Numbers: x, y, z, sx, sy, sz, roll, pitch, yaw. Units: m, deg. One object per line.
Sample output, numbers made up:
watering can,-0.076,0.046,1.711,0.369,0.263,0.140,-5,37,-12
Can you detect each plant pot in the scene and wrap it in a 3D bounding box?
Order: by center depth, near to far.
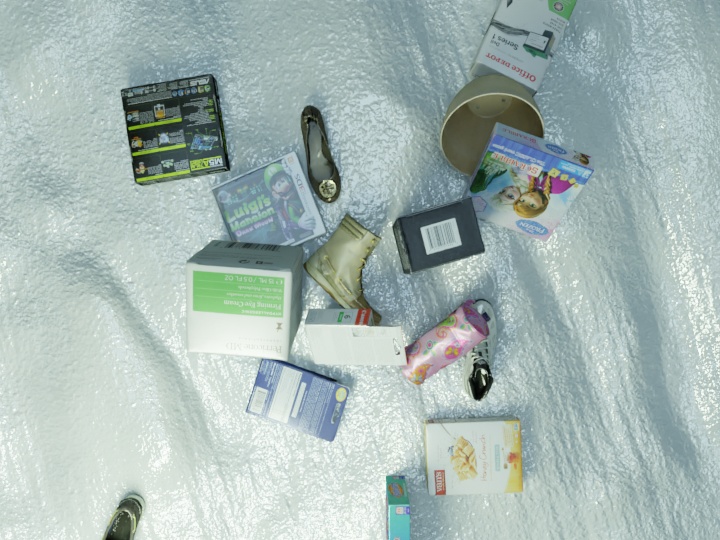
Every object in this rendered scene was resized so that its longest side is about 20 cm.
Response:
plant pot,0.256,-0.302,1.142,0.194,0.203,0.137,8,51,0

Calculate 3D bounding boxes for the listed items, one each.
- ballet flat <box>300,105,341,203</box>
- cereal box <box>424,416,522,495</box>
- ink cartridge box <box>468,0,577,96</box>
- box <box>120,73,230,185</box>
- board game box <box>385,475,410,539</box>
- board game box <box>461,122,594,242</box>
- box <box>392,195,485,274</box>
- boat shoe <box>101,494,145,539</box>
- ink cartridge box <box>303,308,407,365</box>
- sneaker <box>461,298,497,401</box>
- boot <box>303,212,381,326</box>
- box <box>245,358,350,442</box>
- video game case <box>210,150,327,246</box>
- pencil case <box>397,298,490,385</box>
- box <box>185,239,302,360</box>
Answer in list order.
ballet flat,-0.085,-0.241,1.198,0.065,0.046,0.206,-12,90,1
cereal box,0.232,0.382,1.195,0.194,0.040,0.149,-3,90,0
ink cartridge box,0.325,-0.469,1.176,0.143,0.084,0.204,24,89,0
box,-0.382,-0.290,1.201,0.194,0.048,0.199,-10,92,-1
board game box,0.074,0.535,1.148,0.044,0.152,0.207,0,90,1
board game box,0.317,-0.166,1.132,0.195,0.202,0.042,19,50,1
box,0.143,-0.062,1.121,0.144,0.200,0.107,-16,90,-1
boat shoe,-0.506,0.572,1.196,0.070,0.061,0.207,17,90,0
ink cartridge box,-0.006,0.132,1.151,0.194,0.051,0.111,-1,128,14
sneaker,0.248,0.163,1.164,0.073,0.115,0.207,4,90,0
boot,0.000,0.000,1.186,0.199,0.073,0.156,42,93,5
box,-0.128,0.267,1.207,0.195,0.032,0.124,19,91,2
video game case,-0.191,-0.126,1.211,0.195,0.023,0.186,-23,90,1
pencil case,0.162,0.144,1.145,0.088,0.087,0.199,48,117,1
box,-0.216,0.050,1.112,0.193,0.200,0.177,4,105,0
